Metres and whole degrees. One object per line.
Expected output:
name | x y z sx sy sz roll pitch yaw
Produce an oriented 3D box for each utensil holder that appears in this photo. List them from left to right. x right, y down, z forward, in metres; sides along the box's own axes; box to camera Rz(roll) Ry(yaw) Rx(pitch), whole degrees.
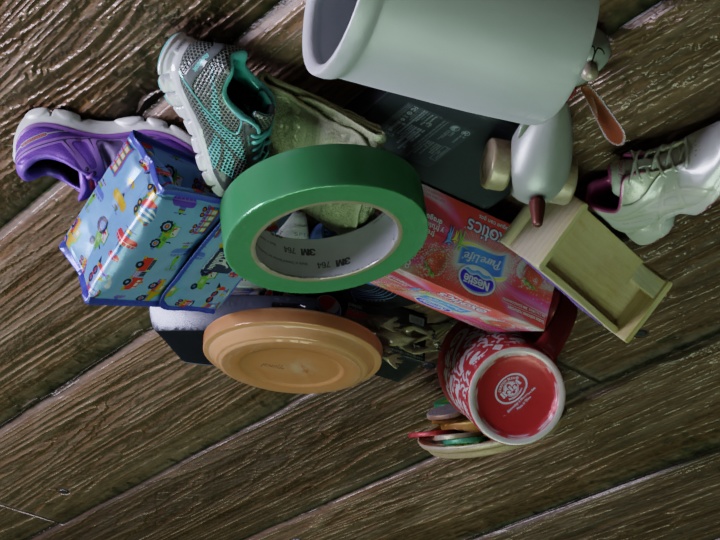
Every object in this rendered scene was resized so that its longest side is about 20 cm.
utensil holder | 0.073 -0.219 1.299 0.198 0.172 0.170 12 149 -18

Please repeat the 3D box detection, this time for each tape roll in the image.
tape roll | -0.035 -0.047 1.538 0.198 0.049 0.201 -8 151 -4

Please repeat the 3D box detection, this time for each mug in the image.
mug | 0.166 0.103 1.796 0.132 0.180 0.200 15 -175 -4

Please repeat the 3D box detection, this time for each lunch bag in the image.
lunch bag | -0.174 -0.034 1.608 0.199 0.094 0.151 14 122 -43

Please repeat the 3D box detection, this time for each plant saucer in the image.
plant saucer | -0.075 0.094 1.753 0.198 0.033 0.201 4 155 2

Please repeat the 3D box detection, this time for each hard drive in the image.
hard drive | -0.130 0.070 1.801 0.198 0.043 0.135 0 156 14
hard drive | 0.087 -0.132 1.572 0.198 0.033 0.139 22 145 -27

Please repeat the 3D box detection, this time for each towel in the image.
towel | -0.047 -0.109 1.574 0.147 0.037 0.201 28 153 10

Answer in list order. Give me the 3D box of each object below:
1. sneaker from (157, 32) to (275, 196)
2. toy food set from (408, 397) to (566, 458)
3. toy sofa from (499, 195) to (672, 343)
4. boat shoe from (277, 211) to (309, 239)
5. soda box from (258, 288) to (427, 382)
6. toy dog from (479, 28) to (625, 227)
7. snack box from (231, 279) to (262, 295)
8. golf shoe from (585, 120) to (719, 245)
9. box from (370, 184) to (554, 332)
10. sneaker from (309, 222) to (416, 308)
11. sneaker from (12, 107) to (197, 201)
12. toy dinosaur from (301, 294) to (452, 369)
sneaker | -0.113 -0.133 1.497 0.090 0.078 0.201 4 139 35
toy food set | 0.161 0.189 2.004 0.196 0.049 0.200 -12 -173 13
toy sofa | 0.227 -0.014 1.658 0.200 0.083 0.097 36 -178 -44
boat shoe | -0.143 -0.039 1.730 0.198 0.070 0.071 1 177 22
soda box | -0.022 0.067 1.893 0.198 0.064 0.071 19 148 -22
toy dog | 0.176 -0.120 1.476 0.130 0.097 0.201 -7 137 0
snack box | -0.152 0.018 1.791 0.071 0.025 0.200 6 172 -8
golf shoe | 0.298 -0.092 1.576 0.091 0.076 0.200 20 145 -19
box | 0.102 -0.009 1.692 0.199 0.096 0.102 23 166 -29
sneaker | 0.000 0.000 1.754 0.077 0.071 0.199 -20 150 34
sneaker | -0.251 -0.104 1.612 0.197 0.084 0.081 5 150 -3
toy dinosaur | 0.021 0.070 1.819 0.198 0.059 0.101 12 -173 -24
